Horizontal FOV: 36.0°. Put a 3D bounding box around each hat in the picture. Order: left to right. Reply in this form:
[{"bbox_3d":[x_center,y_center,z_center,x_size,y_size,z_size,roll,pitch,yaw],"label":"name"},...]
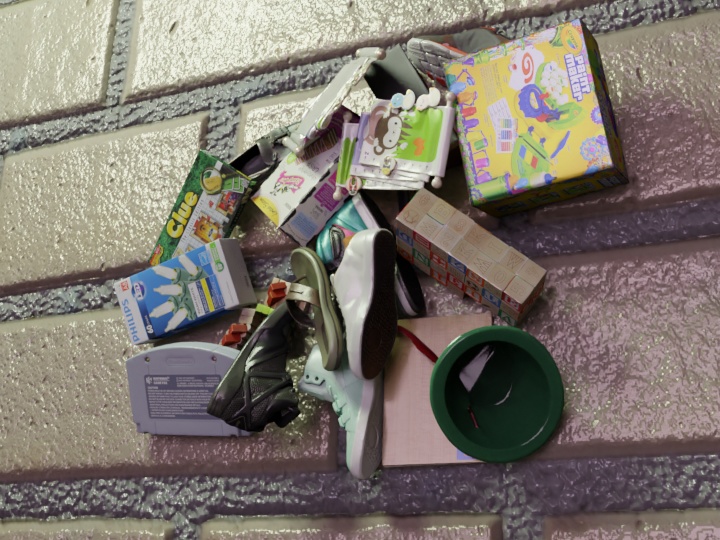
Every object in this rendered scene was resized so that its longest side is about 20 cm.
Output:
[{"bbox_3d":[0.157,0.133,1.447,0.165,0.176,0.201,-30,98,1],"label":"hat"}]

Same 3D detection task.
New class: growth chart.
[{"bbox_3d":[-0.041,-0.244,1.588,0.200,0.018,0.145,-49,19,8],"label":"growth chart"},{"bbox_3d":[0.045,-0.171,1.502,0.199,0.018,0.146,-1,84,39],"label":"growth chart"}]

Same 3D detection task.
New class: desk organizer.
[{"bbox_3d":[0.083,-0.224,1.610,0.071,0.077,0.201,-34,59,11],"label":"desk organizer"}]

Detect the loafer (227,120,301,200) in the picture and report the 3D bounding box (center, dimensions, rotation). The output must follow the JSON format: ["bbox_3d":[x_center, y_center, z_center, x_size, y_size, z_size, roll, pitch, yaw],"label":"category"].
[{"bbox_3d":[-0.155,-0.167,1.716,0.200,0.063,0.072,-37,56,10],"label":"loafer"}]

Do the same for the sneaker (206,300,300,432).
[{"bbox_3d":[-0.117,0.139,1.521,0.114,0.076,0.200,31,56,-2],"label":"sneaker"}]

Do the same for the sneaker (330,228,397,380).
[{"bbox_3d":[0.000,0.047,1.483,0.084,0.073,0.202,-3,76,41],"label":"sneaker"}]

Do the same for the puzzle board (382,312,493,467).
[{"bbox_3d":[0.104,0.159,1.474,0.150,0.017,0.202,-5,68,18],"label":"puzzle board"}]

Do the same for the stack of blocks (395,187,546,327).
[{"bbox_3d":[0.143,-0.012,1.463,0.199,0.115,0.059,35,73,16],"label":"stack of blocks"}]

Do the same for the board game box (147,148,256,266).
[{"bbox_3d":[-0.245,-0.073,1.701,0.104,0.023,0.201,32,105,21],"label":"board game box"}]

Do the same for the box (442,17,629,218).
[{"bbox_3d":[0.233,-0.196,1.469,0.191,0.122,0.202,-14,79,22],"label":"box"}]

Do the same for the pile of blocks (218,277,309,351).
[{"bbox_3d":[-0.155,0.093,1.612,0.200,0.062,0.082,-49,57,2],"label":"pile of blocks"}]

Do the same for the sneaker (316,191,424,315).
[{"bbox_3d":[0.000,0.000,1.559,0.120,0.084,0.201,-34,63,16],"label":"sneaker"}]

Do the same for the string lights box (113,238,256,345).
[{"bbox_3d":[-0.265,0.034,1.671,0.199,0.059,0.103,-22,83,22],"label":"string lights box"}]

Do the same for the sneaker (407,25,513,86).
[{"bbox_3d":[0.166,-0.318,1.622,0.199,0.077,0.082,16,58,26],"label":"sneaker"}]

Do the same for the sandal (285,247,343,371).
[{"bbox_3d":[-0.070,0.047,1.507,0.057,0.080,0.202,-7,49,-14],"label":"sandal"}]

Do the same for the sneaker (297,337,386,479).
[{"bbox_3d":[-0.027,0.187,1.502,0.117,0.074,0.202,-8,61,22],"label":"sneaker"}]

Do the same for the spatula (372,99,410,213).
[{"bbox_3d":[0.052,-0.140,1.563,0.056,0.020,0.201,2,111,42],"label":"spatula"}]

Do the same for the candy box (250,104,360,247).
[{"bbox_3d":[-0.060,-0.144,1.633,0.200,0.061,0.136,-50,32,1],"label":"candy box"}]

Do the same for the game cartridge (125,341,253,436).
[{"bbox_3d":[-0.248,0.172,1.610,0.199,0.041,0.134,-2,101,26],"label":"game cartridge"}]
